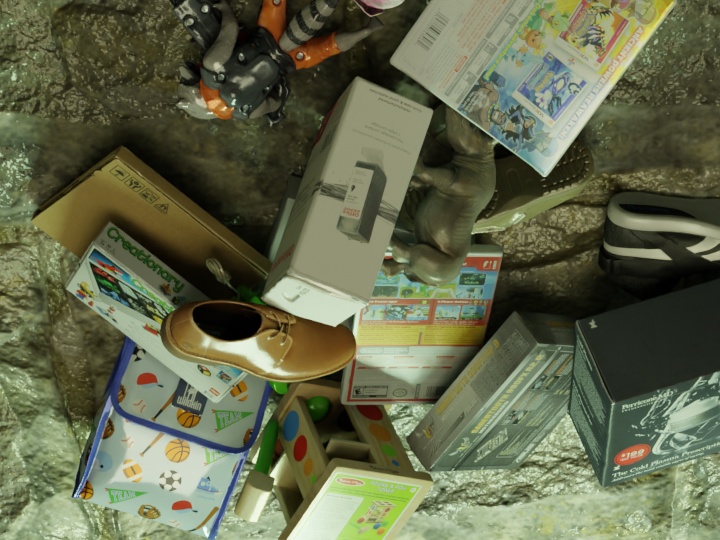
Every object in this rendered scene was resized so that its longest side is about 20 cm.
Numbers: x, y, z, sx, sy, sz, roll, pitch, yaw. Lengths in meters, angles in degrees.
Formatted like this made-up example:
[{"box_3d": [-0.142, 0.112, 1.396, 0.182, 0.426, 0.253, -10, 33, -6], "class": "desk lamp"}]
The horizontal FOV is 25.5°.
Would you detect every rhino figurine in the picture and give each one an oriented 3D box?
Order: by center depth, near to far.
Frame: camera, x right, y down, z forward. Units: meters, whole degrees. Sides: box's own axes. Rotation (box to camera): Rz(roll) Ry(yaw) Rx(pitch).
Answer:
[{"box_3d": [0.082, -0.078, 1.514, 0.087, 0.060, 0.200, 22, 90, -8], "class": "rhino figurine"}]

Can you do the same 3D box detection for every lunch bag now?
[{"box_3d": [-0.200, 0.167, 1.710, 0.170, 0.124, 0.200, 20, 105, -12], "class": "lunch bag"}]

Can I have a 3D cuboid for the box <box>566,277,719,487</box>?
[{"box_3d": [0.323, 0.112, 1.621, 0.200, 0.104, 0.182, -17, 145, -6], "class": "box"}]

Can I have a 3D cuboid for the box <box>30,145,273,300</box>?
[{"box_3d": [-0.212, -0.028, 1.609, 0.200, 0.021, 0.163, 39, 136, -23], "class": "box"}]

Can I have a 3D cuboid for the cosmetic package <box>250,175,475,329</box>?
[{"box_3d": [0.000, 0.000, 1.640, 0.200, 0.052, 0.151, 16, 124, -10], "class": "cosmetic package"}]

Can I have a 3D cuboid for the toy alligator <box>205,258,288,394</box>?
[{"box_3d": [-0.096, 0.047, 1.608, 0.054, 0.059, 0.200, -37, 132, -15], "class": "toy alligator"}]

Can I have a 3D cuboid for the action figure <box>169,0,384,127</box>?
[{"box_3d": [-0.106, -0.220, 1.474, 0.193, 0.105, 0.200, -42, 116, 13], "class": "action figure"}]

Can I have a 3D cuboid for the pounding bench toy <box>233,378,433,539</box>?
[{"box_3d": [-0.057, 0.198, 1.682, 0.200, 0.156, 0.124, 13, 123, -33], "class": "pounding bench toy"}]

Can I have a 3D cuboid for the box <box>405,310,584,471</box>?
[{"box_3d": [0.164, 0.131, 1.680, 0.158, 0.048, 0.200, 6, 130, -46], "class": "box"}]

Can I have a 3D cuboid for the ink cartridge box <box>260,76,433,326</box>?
[{"box_3d": [-0.015, -0.059, 1.489, 0.085, 0.146, 0.200, 23, 75, -9], "class": "ink cartridge box"}]

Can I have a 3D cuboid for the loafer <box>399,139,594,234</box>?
[{"box_3d": [0.137, -0.073, 1.575, 0.200, 0.076, 0.067, -12, 159, 14], "class": "loafer"}]

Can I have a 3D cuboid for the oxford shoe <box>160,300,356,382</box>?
[{"box_3d": [-0.086, 0.064, 1.529, 0.200, 0.071, 0.071, 6, 159, -27], "class": "oxford shoe"}]

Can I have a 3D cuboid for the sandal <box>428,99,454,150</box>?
[{"box_3d": [0.153, -0.178, 1.533, 0.200, 0.055, 0.082, -29, 113, 33], "class": "sandal"}]

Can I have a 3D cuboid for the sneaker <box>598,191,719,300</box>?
[{"box_3d": [0.343, -0.014, 1.628, 0.200, 0.073, 0.112, 10, 126, 3], "class": "sneaker"}]

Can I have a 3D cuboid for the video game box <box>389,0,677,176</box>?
[{"box_3d": [0.157, -0.219, 1.451, 0.182, 0.047, 0.200, 38, 106, 6], "class": "video game box"}]

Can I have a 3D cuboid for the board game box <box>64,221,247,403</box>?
[{"box_3d": [-0.197, 0.046, 1.602, 0.200, 0.035, 0.126, 39, 149, -5], "class": "board game box"}]

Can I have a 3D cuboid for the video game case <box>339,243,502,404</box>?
[{"box_3d": [0.060, 0.058, 1.634, 0.143, 0.017, 0.200, 1, 126, -11], "class": "video game case"}]

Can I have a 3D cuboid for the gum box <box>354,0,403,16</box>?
[{"box_3d": [-0.023, -0.325, 1.397, 0.066, 0.114, 0.200, -34, 117, 19], "class": "gum box"}]
